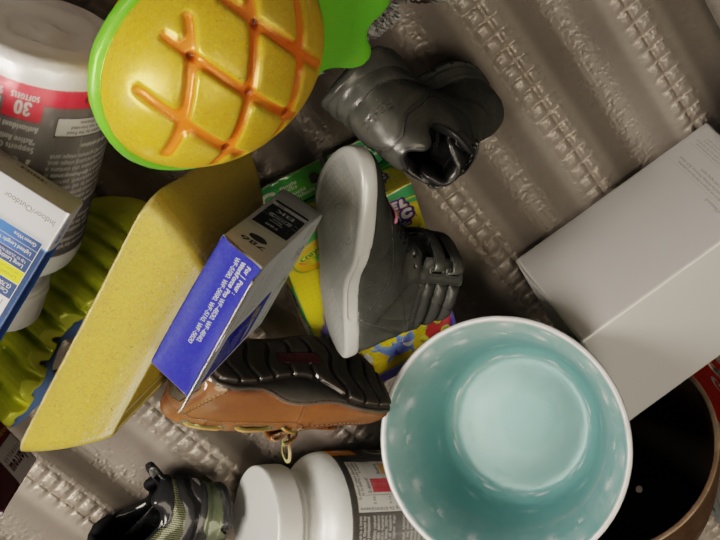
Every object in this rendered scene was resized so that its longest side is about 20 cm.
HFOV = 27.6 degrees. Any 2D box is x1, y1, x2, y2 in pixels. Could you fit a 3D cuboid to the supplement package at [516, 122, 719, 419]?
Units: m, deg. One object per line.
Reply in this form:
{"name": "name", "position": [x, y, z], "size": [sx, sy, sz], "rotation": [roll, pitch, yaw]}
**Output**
{"name": "supplement package", "position": [0.253, 0.001, 1.212], "size": [0.199, 0.120, 0.122], "rotation": [-35, 132, 0]}

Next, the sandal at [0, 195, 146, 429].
{"name": "sandal", "position": [-0.209, 0.031, 1.047], "size": [0.200, 0.079, 0.087], "rotation": [-49, 158, 8]}

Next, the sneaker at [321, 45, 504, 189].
{"name": "sneaker", "position": [0.052, -0.097, 1.032], "size": [0.076, 0.091, 0.199], "rotation": [-47, 160, 27]}

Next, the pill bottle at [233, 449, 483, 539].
{"name": "pill bottle", "position": [0.001, 0.210, 1.240], "size": [0.198, 0.117, 0.117], "rotation": [3, 122, -28]}

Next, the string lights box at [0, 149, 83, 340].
{"name": "string lights box", "position": [-0.258, 0.021, 0.855], "size": [0.102, 0.059, 0.201], "rotation": [31, 97, -8]}

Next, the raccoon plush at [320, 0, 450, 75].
{"name": "raccoon plush", "position": [-0.016, -0.152, 0.995], "size": [0.198, 0.097, 0.135], "rotation": [5, 129, -29]}

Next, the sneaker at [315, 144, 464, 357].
{"name": "sneaker", "position": [0.025, -0.024, 1.048], "size": [0.098, 0.071, 0.201], "rotation": [-17, 141, -16]}

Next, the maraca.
{"name": "maraca", "position": [-0.070, -0.137, 0.868], "size": [0.199, 0.107, 0.138], "rotation": [-32, 136, -13]}

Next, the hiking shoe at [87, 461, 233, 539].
{"name": "hiking shoe", "position": [-0.193, 0.246, 1.211], "size": [0.100, 0.076, 0.201], "rotation": [28, 99, -29]}

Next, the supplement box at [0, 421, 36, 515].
{"name": "supplement box", "position": [-0.308, 0.087, 0.948], "size": [0.061, 0.109, 0.200], "rotation": [-41, 99, 7]}

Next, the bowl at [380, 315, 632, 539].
{"name": "bowl", "position": [0.124, 0.131, 1.180], "size": [0.201, 0.200, 0.105], "rotation": [-51, 172, 14]}

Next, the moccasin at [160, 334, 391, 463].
{"name": "moccasin", "position": [-0.059, 0.096, 1.092], "size": [0.200, 0.074, 0.078], "rotation": [1, 139, -47]}

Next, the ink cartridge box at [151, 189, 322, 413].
{"name": "ink cartridge box", "position": [-0.081, 0.013, 0.947], "size": [0.039, 0.200, 0.100], "rotation": [32, 106, 1]}

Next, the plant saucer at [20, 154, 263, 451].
{"name": "plant saucer", "position": [-0.134, 0.022, 0.994], "size": [0.048, 0.200, 0.201], "rotation": [32, 110, 3]}

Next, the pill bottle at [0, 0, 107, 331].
{"name": "pill bottle", "position": [-0.223, -0.066, 0.935], "size": [0.110, 0.111, 0.202], "rotation": [4, 121, -28]}

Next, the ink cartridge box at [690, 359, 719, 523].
{"name": "ink cartridge box", "position": [0.330, 0.163, 1.341], "size": [0.047, 0.160, 0.201], "rotation": [-29, 131, -5]}

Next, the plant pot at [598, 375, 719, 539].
{"name": "plant pot", "position": [0.247, 0.195, 1.328], "size": [0.186, 0.188, 0.200], "rotation": [-35, 145, 1]}

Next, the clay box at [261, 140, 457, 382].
{"name": "clay box", "position": [0.000, 0.000, 1.135], "size": [0.114, 0.048, 0.201], "rotation": [-27, 132, -6]}
